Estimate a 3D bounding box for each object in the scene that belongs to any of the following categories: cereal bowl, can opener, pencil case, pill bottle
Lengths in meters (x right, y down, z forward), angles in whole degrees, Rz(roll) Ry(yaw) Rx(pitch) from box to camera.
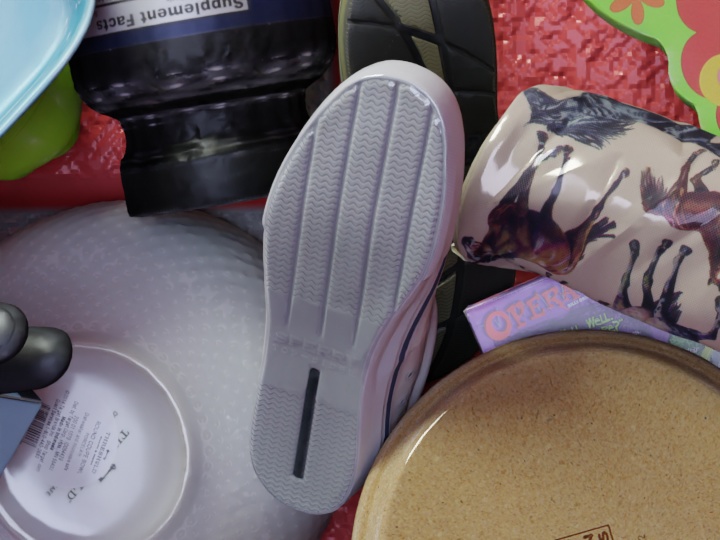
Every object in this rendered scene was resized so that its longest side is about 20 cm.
[{"bbox_3d":[-0.107,0.072,0.983,0.200,0.083,0.200,1,97,10],"label":"cereal bowl"},{"bbox_3d":[-0.198,0.028,0.890,0.200,0.063,0.079,0,79,39],"label":"can opener"},{"bbox_3d":[0.134,-0.005,0.878,0.200,0.078,0.089,23,117,17],"label":"pencil case"},{"bbox_3d":[-0.071,-0.127,0.940,0.112,0.112,0.200,-9,95,11],"label":"pill bottle"}]

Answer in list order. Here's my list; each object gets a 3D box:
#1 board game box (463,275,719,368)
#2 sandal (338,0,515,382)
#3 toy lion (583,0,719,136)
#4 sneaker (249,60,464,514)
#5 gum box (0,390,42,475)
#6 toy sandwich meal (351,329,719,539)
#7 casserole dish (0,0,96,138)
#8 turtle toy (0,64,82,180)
[{"bbox_3d":[0.157,0.031,0.936,0.200,0.032,0.120,-22,93,6],"label":"board game box"},{"bbox_3d":[0.024,-0.043,0.957,0.080,0.057,0.201,-2,112,-11],"label":"sandal"},{"bbox_3d":[0.169,-0.126,0.909,0.200,0.069,0.192,9,90,10],"label":"toy lion"},{"bbox_3d":[0.000,0.000,0.898,0.073,0.071,0.200,24,124,11],"label":"sneaker"},{"bbox_3d":[-0.239,0.089,0.980,0.170,0.045,0.200,42,107,38],"label":"gum box"},{"bbox_3d":[0.086,0.124,0.900,0.205,0.070,0.205,-2,74,5],"label":"toy sandwich meal"},{"bbox_3d":[-0.190,-0.079,0.894,0.121,0.039,0.200,43,88,7],"label":"casserole dish"},{"bbox_3d":[-0.206,-0.110,0.968,0.200,0.101,0.146,35,88,6],"label":"turtle toy"}]
